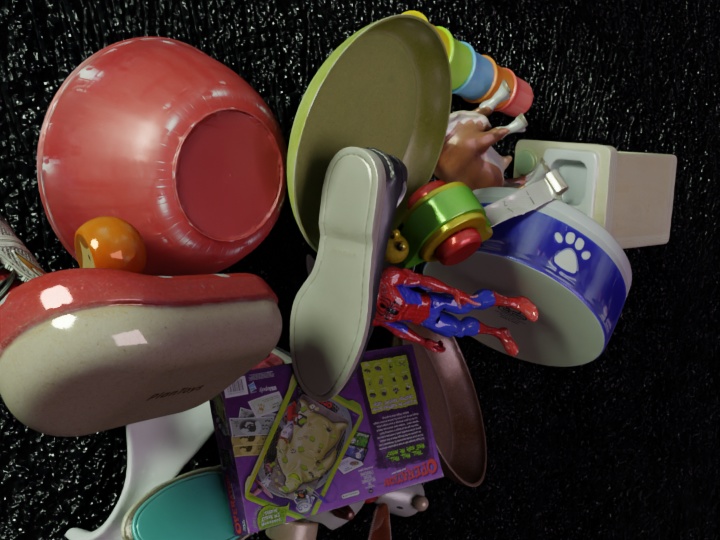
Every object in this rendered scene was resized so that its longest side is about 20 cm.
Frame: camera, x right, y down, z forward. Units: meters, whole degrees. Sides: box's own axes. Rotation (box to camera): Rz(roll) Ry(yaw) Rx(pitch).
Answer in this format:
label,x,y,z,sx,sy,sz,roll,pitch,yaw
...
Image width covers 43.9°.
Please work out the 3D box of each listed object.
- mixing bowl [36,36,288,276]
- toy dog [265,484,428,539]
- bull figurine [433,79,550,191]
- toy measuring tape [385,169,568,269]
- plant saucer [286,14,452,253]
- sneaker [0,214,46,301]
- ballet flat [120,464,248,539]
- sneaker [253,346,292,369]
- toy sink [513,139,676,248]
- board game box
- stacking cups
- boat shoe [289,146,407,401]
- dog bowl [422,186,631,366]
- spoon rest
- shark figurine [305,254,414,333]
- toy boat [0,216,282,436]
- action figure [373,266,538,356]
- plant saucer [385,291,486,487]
label,x,y,z,sx,sy,sz,roll,pitch,yaw
mixing bowl,-0.127,-0.075,0.680,0.199,0.108,0.202,-12,107,-42
toy dog,0.005,0.220,0.871,0.199,0.096,0.133,-13,107,-41
bull figurine,0.119,-0.118,0.915,0.121,0.065,0.200,-28,137,12
toy measuring tape,0.105,-0.056,0.775,0.199,0.073,0.074,-24,115,-18
plant saucer,0.005,-0.107,0.717,0.200,0.031,0.201,-36,140,-37
sneaker,-0.236,0.019,0.613,0.078,0.082,0.200,-52,128,-22
ballet flat,-0.103,0.185,0.712,0.199,0.062,0.068,-16,71,-40
sneaker,-0.049,0.119,0.810,0.199,0.075,0.081,34,109,-22
toy sink,0.249,-0.089,1.016,0.199,0.130,0.113,-6,102,-41
board game box,-0.024,0.132,0.732,0.199,0.032,0.121,-4,73,-38
stacking cups,0.107,-0.206,0.913,0.199,0.060,0.061,8,93,-48
boat shoe,-0.002,0.005,0.692,0.062,0.072,0.202,-8,114,-53
dog bowl,0.165,0.011,0.902,0.200,0.199,0.079,50,58,-37
spoon rest,-0.164,0.133,0.715,0.099,0.060,0.201,31,78,-32
shark figurine,0.004,-0.019,0.821,0.128,0.089,0.217,-4,85,-61
toy boat,-0.153,0.023,0.589,0.199,0.130,0.131,-2,58,-60
action figure,0.069,0.036,0.788,0.198,0.052,0.066,12,122,-29
plant saucer,0.072,0.122,0.901,0.201,0.036,0.201,54,24,-37
